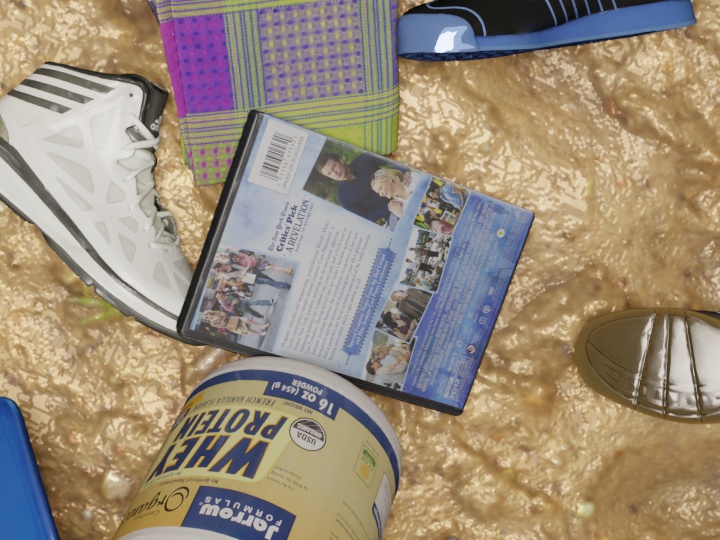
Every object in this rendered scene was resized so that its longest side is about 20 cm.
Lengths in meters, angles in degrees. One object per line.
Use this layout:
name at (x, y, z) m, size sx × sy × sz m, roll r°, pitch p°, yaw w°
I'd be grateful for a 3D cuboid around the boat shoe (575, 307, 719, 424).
boat shoe at (0.239, 0.063, 0.785) m, size 0.199 × 0.065 × 0.074 m, roll 7°, pitch 90°, yaw 17°

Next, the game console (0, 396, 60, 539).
game console at (-0.228, 0.203, 0.784) m, size 0.200 × 0.119 × 0.171 m, roll -32°, pitch 127°, yaw 26°

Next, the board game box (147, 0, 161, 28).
board game box at (-0.054, -0.236, 0.754) m, size 0.199 × 0.057 × 0.166 m, roll -26°, pitch 95°, yaw 2°

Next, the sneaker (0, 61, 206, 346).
sneaker at (-0.140, -0.051, 0.762) m, size 0.200 × 0.076 × 0.115 m, roll 42°, pitch 96°, yaw -2°

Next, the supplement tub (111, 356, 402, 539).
supplement tub at (-0.066, 0.163, 0.706) m, size 0.144 × 0.200 × 0.145 m, roll 10°, pitch 131°, yaw 12°

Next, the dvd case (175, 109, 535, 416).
dvd case at (0.000, 0.000, 0.768) m, size 0.199 × 0.018 × 0.143 m, roll 18°, pitch 95°, yaw -22°

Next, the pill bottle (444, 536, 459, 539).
pill bottle at (-0.008, 0.255, 0.777) m, size 0.199 × 0.114 × 0.114 m, roll -26°, pitch 96°, yaw 2°

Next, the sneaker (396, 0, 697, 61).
sneaker at (0.111, -0.173, 0.746) m, size 0.199 × 0.070 × 0.078 m, roll -11°, pitch 97°, yaw -19°

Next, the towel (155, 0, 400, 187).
towel at (-0.047, -0.152, 0.724) m, size 0.143 × 0.023 × 0.201 m, roll -9°, pitch 118°, yaw -7°
